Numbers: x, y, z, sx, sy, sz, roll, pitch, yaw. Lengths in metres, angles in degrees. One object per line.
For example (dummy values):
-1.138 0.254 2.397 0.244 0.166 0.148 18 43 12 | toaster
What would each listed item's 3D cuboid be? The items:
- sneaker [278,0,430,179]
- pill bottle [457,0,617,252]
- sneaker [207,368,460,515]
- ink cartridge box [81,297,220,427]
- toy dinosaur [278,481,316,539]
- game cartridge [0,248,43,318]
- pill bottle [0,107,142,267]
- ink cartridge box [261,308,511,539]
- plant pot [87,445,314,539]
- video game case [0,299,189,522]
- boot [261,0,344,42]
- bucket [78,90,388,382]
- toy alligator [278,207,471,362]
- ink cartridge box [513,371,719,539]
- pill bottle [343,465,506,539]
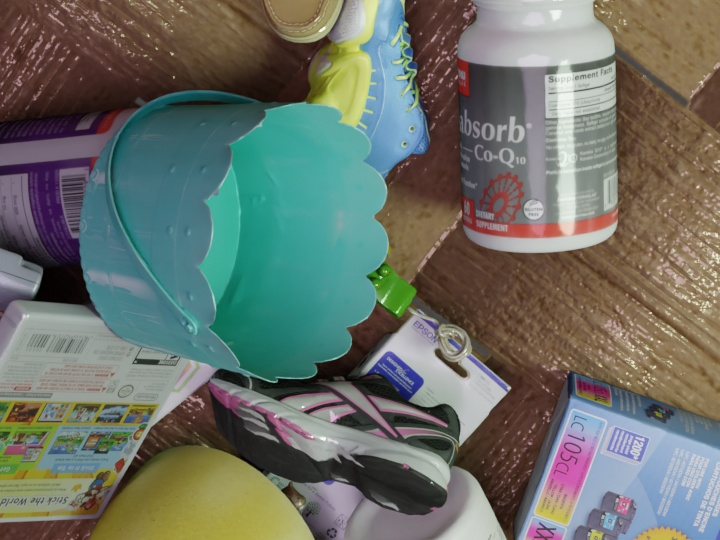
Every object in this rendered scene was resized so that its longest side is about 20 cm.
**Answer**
0.017 -0.147 1.650 0.104 0.076 0.201 21 114 -13 | sneaker
0.127 -0.122 1.616 0.115 0.116 0.202 -1 105 6 | pill bottle
-0.016 0.113 1.679 0.199 0.087 0.081 21 143 10 | sneaker
-0.155 0.046 1.718 0.200 0.059 0.104 -38 98 14 | ink cartridge box
-0.064 0.239 1.758 0.106 0.060 0.201 40 129 13 | toy dinosaur
-0.304 0.007 1.652 0.132 0.200 0.041 23 75 -5 | game cartridge
-0.240 -0.057 1.664 0.198 0.111 0.112 -4 105 21 | pill bottle
0.018 0.126 1.734 0.099 0.039 0.200 41 106 -6 | ink cartridge box
-0.143 0.254 1.690 0.199 0.142 0.202 16 120 30 | plant pot
-0.219 0.105 1.619 0.023 0.199 0.183 40 109 30 | video game case
-0.045 -0.268 1.547 0.072 0.155 0.202 7 86 8 | boot
-0.091 -0.026 1.571 0.134 0.207 0.209 6 108 36 | bucket
0.000 0.000 1.669 0.199 0.054 0.059 34 77 13 | toy alligator
0.231 0.176 1.709 0.199 0.076 0.137 18 106 -1 | ink cartridge box
0.075 0.257 1.711 0.114 0.115 0.201 -21 119 11 | pill bottle
